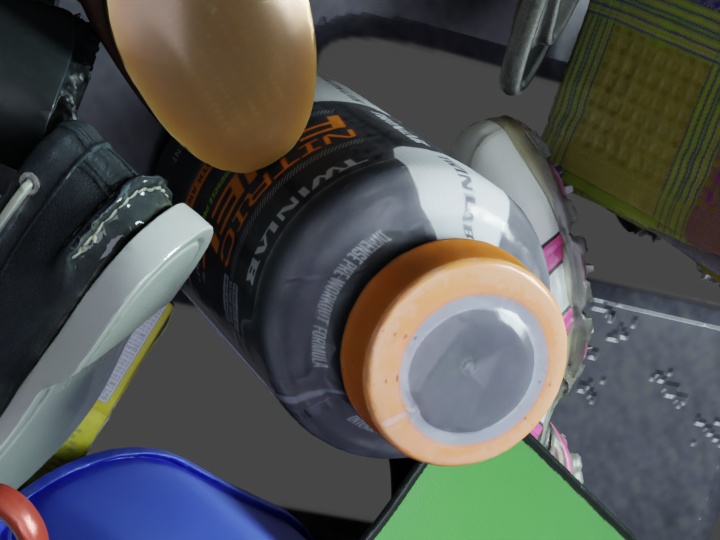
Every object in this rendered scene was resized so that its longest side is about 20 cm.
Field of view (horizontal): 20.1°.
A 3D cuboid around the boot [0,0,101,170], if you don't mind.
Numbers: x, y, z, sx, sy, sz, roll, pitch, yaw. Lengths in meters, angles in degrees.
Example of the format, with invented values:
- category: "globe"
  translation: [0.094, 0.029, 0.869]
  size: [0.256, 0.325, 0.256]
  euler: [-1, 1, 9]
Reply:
- category: "boot"
  translation: [-0.165, -0.076, 0.653]
  size: [0.162, 0.198, 0.073]
  euler: [25, 100, -18]

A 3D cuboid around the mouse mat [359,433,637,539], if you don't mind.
- category: "mouse mat"
  translation: [0.022, 0.158, 0.801]
  size: [0.200, 0.008, 0.161]
  euler: [-51, 137, -5]

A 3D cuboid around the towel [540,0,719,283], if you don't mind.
- category: "towel"
  translation: [0.141, -0.102, 0.768]
  size: [0.023, 0.144, 0.200]
  euler: [13, 103, -35]

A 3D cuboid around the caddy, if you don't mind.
- category: "caddy"
  translation: [-0.077, 0.151, 0.791]
  size: [0.141, 0.105, 0.200]
  euler: [-55, 137, -1]

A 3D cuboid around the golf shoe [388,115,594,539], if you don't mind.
- category: "golf shoe"
  translation: [0.042, 0.038, 0.822]
  size: [0.092, 0.073, 0.200]
  euler: [-6, 108, -21]

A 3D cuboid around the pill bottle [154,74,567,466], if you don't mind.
- category: "pill bottle"
  translation: [0.000, 0.000, 0.725]
  size: [0.106, 0.200, 0.106]
  euler: [-7, 110, -20]

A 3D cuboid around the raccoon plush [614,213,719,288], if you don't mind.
- category: "raccoon plush"
  translation: [0.153, -0.067, 0.797]
  size: [0.097, 0.134, 0.200]
  euler: [-16, 111, -13]

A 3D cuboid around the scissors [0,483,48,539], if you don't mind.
- category: "scissors"
  translation: [-0.153, 0.139, 0.718]
  size: [0.073, 0.014, 0.200]
  euler: [28, 128, 12]

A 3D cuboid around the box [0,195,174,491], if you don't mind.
- category: "box"
  translation: [-0.172, 0.067, 0.772]
  size: [0.117, 0.048, 0.200]
  euler: [30, 93, -25]

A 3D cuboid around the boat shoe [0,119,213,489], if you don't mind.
- category: "boat shoe"
  translation: [-0.120, 0.027, 0.693]
  size: [0.060, 0.076, 0.200]
  euler: [46, 125, 6]

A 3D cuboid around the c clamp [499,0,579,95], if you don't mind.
- category: "c clamp"
  translation: [0.095, -0.164, 0.732]
  size: [0.027, 0.171, 0.200]
  euler: [25, 73, 5]

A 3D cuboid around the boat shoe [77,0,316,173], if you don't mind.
- category: "boat shoe"
  translation: [-0.076, -0.128, 0.682]
  size: [0.070, 0.070, 0.200]
  euler: [-29, 115, -14]
